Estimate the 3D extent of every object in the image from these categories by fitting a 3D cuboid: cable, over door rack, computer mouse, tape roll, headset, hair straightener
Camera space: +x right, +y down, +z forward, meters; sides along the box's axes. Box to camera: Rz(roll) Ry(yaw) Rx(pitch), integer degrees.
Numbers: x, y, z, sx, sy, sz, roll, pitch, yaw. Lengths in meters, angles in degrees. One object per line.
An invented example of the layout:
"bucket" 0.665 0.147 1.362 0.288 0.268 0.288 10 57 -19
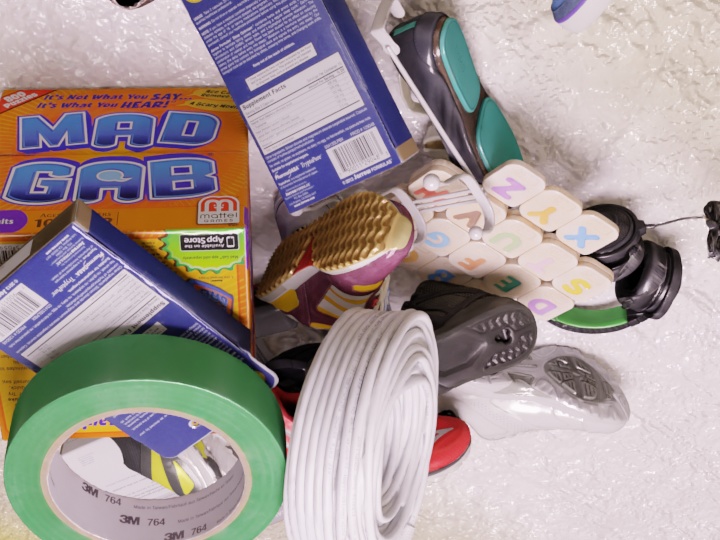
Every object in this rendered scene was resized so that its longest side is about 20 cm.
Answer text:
"cable" 0.005 0.126 1.023 0.069 0.201 0.200 10 158 18
"over door rack" 0.000 -0.095 1.058 0.147 0.067 0.201 -8 121 37
"computer mouse" -0.011 0.116 1.272 0.199 0.046 0.140 24 152 -22
"tape roll" -0.152 0.135 0.976 0.199 0.048 0.201 -2 129 -3
"headset" 0.235 0.000 1.185 0.123 0.094 0.200 36 128 -27
"hair straightener" -0.150 0.063 1.210 0.199 0.077 0.041 -14 129 6

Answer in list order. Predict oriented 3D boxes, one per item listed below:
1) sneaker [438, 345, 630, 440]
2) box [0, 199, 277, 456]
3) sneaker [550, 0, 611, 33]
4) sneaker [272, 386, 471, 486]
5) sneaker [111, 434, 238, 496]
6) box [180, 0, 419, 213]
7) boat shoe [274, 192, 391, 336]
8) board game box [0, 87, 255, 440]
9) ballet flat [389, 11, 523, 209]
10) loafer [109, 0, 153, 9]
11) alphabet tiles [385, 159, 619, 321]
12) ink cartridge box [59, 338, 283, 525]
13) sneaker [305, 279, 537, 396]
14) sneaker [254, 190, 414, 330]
"sneaker" 0.154 0.124 1.293 0.199 0.078 0.100 15 132 -4
"box" -0.167 0.049 0.966 0.121 0.033 0.200 -36 122 21
"sneaker" 0.140 -0.283 0.981 0.146 0.081 0.201 20 127 -9
"sneaker" 0.004 0.136 1.181 0.198 0.077 0.085 3 121 -9
"sneaker" -0.157 0.159 1.193 0.084 0.075 0.201 -13 125 29
"box" -0.050 -0.153 1.008 0.121 0.032 0.201 -21 101 39
"boat shoe" -0.027 0.017 1.193 0.073 0.067 0.201 -22 126 12
"board game box" -0.185 -0.008 1.077 0.198 0.200 0.201 -1 127 -4
"ballet flat" 0.075 -0.127 1.100 0.073 0.073 0.200 -22 132 12
"loafer" -0.156 -0.273 0.961 0.072 0.071 0.201 -1 127 -4
"alphabet tiles" 0.114 -0.022 1.153 0.199 0.015 0.195 31 145 -21
"ink cartridge box" -0.151 0.170 1.287 0.199 0.084 0.176 -22 125 12
"sneaker" 0.042 0.065 1.168 0.198 0.114 0.077 -20 105 -12
"sneaker" 0.000 0.000 1.065 0.090 0.075 0.200 32 155 -22
